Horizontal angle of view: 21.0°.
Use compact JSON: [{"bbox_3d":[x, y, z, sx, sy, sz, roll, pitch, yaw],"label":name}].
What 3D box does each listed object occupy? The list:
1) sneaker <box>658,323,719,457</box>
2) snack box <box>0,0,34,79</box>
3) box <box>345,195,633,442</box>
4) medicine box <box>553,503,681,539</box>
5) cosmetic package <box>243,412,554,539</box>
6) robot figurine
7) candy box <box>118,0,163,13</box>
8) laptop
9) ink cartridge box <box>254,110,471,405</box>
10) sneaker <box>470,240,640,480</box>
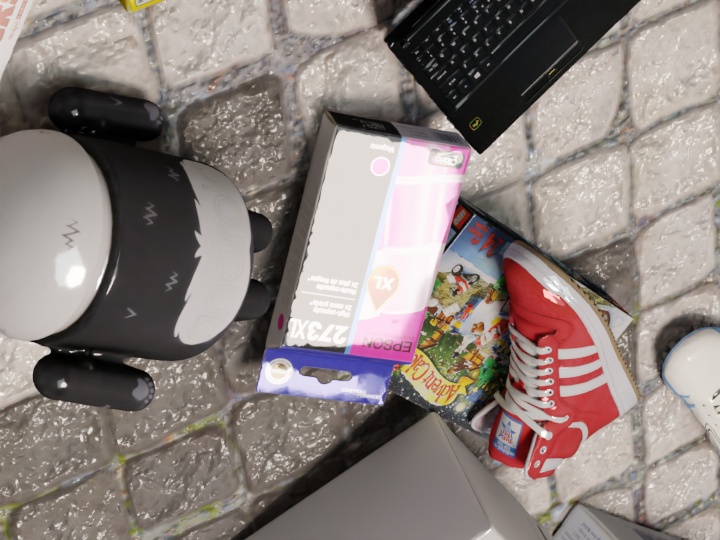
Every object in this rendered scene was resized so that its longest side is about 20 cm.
[{"bbox_3d":[0.300,0.110,1.548,0.072,0.072,0.200,-42,133,1],"label":"sneaker"},{"bbox_3d":[-0.246,-0.087,1.074,0.072,0.024,0.200,10,115,-40],"label":"snack box"},{"bbox_3d":[0.089,0.042,1.381,0.200,0.038,0.137,30,102,-43],"label":"box"},{"bbox_3d":[0.206,0.316,1.611,0.182,0.103,0.200,23,106,-42],"label":"medicine box"},{"bbox_3d":[0.037,0.241,1.408,0.199,0.123,0.200,-35,133,8],"label":"cosmetic package"},{"bbox_3d":[-0.145,-0.013,1.124,0.200,0.150,0.125,10,129,-45],"label":"robot figurine"},{"bbox_3d":[-0.101,-0.245,1.057,0.102,0.026,0.200,-21,130,-17],"label":"candy box"},{"bbox_3d":[0.113,-0.166,1.204,0.177,0.103,0.200,-43,134,1],"label":"laptop"},{"bbox_3d":[0.000,0.000,1.265,0.094,0.037,0.200,8,112,-20],"label":"ink cartridge box"},{"bbox_3d":[0.118,0.071,1.344,0.112,0.071,0.200,-42,136,-6],"label":"sneaker"}]
